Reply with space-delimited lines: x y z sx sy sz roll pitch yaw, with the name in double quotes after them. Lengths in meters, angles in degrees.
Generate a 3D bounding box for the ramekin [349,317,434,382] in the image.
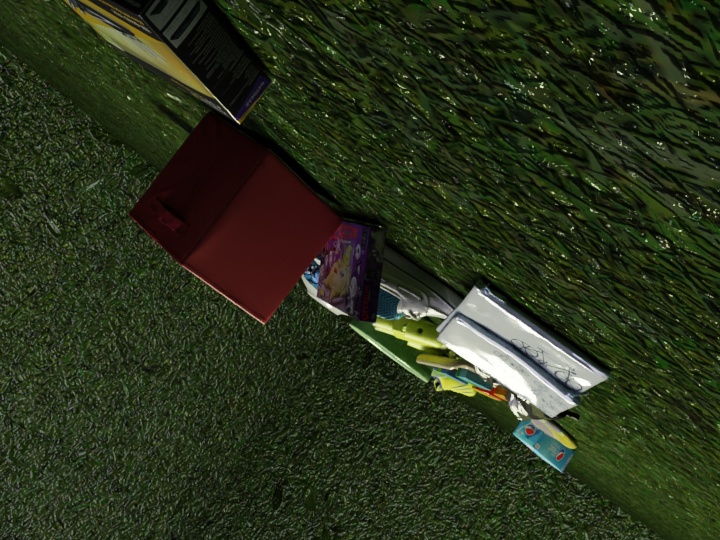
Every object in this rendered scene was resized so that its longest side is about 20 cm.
0.083 0.128 1.773 0.199 0.098 0.200 36 175 4 "ramekin"

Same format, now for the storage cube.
-0.165 -0.071 1.171 0.171 0.180 0.200 35 176 45 "storage cube"

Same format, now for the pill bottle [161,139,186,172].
-0.250 -0.135 1.548 0.199 0.115 0.114 37 175 -9 "pill bottle"

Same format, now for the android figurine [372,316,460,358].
0.118 0.114 1.485 0.198 0.041 0.182 19 172 6 "android figurine"

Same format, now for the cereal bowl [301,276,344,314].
-0.068 0.048 2.134 0.199 0.084 0.200 35 174 4 "cereal bowl"

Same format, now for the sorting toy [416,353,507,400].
0.209 0.191 1.496 0.198 0.037 0.185 21 172 -14 "sorting toy"

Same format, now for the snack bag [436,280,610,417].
0.187 0.100 1.037 0.188 0.021 0.200 35 159 4 "snack bag"

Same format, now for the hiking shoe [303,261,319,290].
-0.098 -0.019 1.461 0.200 0.074 0.086 48 -150 12 "hiking shoe"

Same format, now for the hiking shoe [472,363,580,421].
0.225 0.135 1.178 0.100 0.076 0.200 -2 143 42 "hiking shoe"

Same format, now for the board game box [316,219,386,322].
-0.016 -0.006 1.180 0.032 0.121 0.200 9 -176 -19 "board game box"

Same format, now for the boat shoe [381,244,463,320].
0.075 0.034 1.199 0.199 0.066 0.072 36 174 8 "boat shoe"

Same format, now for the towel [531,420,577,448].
0.386 0.323 1.920 0.200 0.023 0.143 41 174 -39 "towel"

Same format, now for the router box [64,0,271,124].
-0.189 -0.222 0.753 0.199 0.052 0.157 33 174 31 "router box"

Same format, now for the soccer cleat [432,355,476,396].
0.225 0.278 2.225 0.200 0.084 0.065 41 172 -40 "soccer cleat"

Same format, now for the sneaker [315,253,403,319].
0.000 0.000 1.394 0.200 0.077 0.081 43 -177 9 "sneaker"

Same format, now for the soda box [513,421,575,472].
0.451 0.422 2.138 0.068 0.064 0.200 31 171 44 "soda box"
